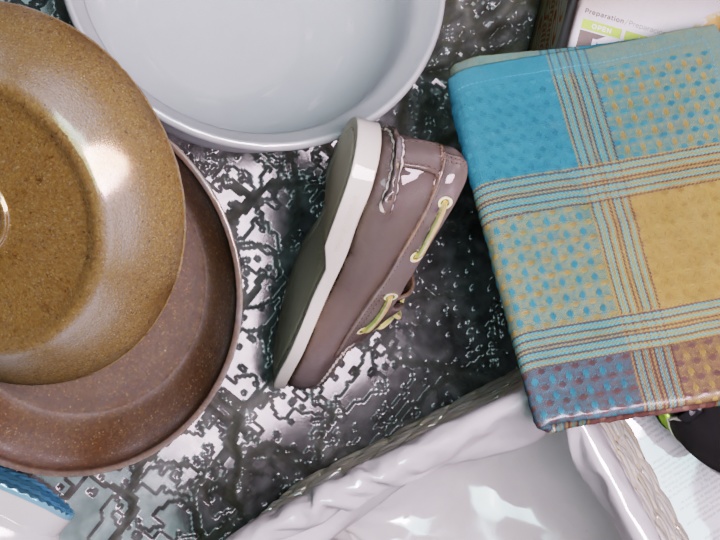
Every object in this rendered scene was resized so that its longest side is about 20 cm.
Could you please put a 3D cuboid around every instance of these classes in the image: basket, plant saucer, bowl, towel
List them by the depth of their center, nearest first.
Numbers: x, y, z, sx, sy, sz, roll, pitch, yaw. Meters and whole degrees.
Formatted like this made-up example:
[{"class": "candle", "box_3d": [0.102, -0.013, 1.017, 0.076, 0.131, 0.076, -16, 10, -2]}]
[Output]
[{"class": "towel", "box_3d": [0.130, -0.022, 1.270, 0.147, 0.022, 0.200, -8, 64, -10]}, {"class": "plant saucer", "box_3d": [-0.184, -0.031, 1.297, 0.200, 0.035, 0.200, 7, 111, 19]}, {"class": "basket", "box_3d": [0.065, 0.164, 1.329, 0.198, 0.161, 0.200, -28, 95, 11]}, {"class": "bowl", "box_3d": [-0.064, -0.139, 1.351, 0.201, 0.090, 0.201, 6, 69, -15]}, {"class": "plant saucer", "box_3d": [-0.153, 0.005, 1.354, 0.200, 0.037, 0.200, 3, 103, 12]}]

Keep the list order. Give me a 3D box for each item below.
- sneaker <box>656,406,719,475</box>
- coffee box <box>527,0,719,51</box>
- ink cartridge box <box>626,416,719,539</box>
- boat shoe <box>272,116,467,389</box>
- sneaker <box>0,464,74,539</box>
[{"class": "sneaker", "box_3d": [0.132, 0.030, 1.342, 0.083, 0.072, 0.200, -23, 72, -38]}, {"class": "coffee box", "box_3d": [0.146, -0.158, 1.384, 0.080, 0.114, 0.200, 15, 89, -9]}, {"class": "ink cartridge box", "box_3d": [0.190, 0.083, 1.424, 0.109, 0.050, 0.200, -32, 96, -7]}, {"class": "boat shoe", "box_3d": [0.000, 0.000, 1.333, 0.060, 0.200, 0.072, 10, 50, -10]}, {"class": "sneaker", "box_3d": [-0.251, 0.118, 1.341, 0.200, 0.077, 0.081, 23, 92, -5]}]
